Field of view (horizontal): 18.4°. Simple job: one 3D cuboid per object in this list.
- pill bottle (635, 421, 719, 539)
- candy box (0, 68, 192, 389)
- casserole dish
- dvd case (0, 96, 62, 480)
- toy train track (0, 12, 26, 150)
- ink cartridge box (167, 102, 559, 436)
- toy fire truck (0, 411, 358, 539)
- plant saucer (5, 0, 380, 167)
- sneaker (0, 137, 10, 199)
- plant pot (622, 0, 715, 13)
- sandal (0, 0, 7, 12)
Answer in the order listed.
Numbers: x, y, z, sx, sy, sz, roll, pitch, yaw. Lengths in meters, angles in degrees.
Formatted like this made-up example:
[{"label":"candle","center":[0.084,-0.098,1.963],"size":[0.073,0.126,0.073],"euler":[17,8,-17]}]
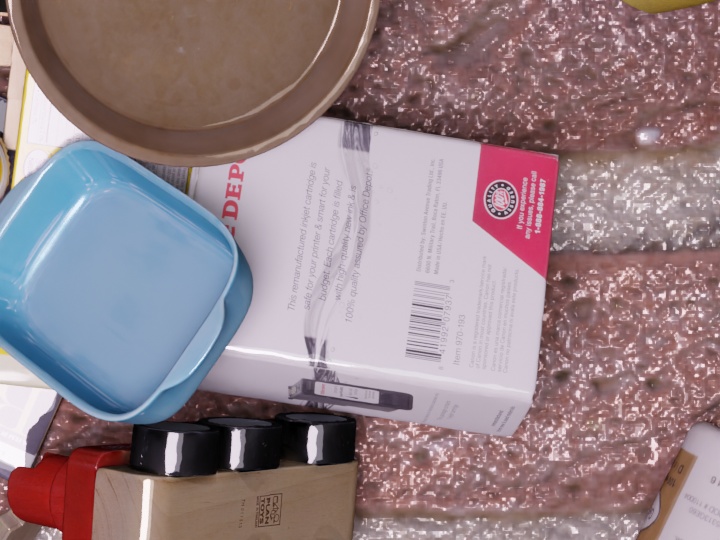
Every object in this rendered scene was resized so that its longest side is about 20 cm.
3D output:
[{"label":"pill bottle","center":[0.197,0.197,1.250],"size":[0.114,0.114,0.200],"euler":[26,91,-4]},{"label":"candy box","center":[-0.147,-0.030,1.244],"size":[0.102,0.026,0.201],"euler":[7,99,-13]},{"label":"casserole dish","center":[-0.128,0.009,1.163],"size":[0.121,0.200,0.039],"euler":[-56,137,-3]},{"label":"dvd case","center":[-0.220,0.003,1.270],"size":[0.148,0.016,0.200],"euler":[24,91,-4]},{"label":"toy train track","center":[-0.143,-0.120,1.261],"size":[0.199,0.033,0.115],"euler":[7,96,-10]},{"label":"ink cartridge box","center":[0.000,0.000,1.227],"size":[0.199,0.083,0.146],"euler":[9,70,-2]},{"label":"toy fire truck","center":[-0.124,0.137,1.230],"size":[0.200,0.176,0.129],"euler":[6,94,38]},{"label":"plant saucer","center":[-0.088,-0.154,1.166],"size":[0.199,0.029,0.201],"euler":[-3,105,-13]},{"label":"sneaker","center":[-0.296,-0.042,1.212],"size":[0.199,0.090,0.075],"euler":[-17,89,12]},{"label":"plant pot","center":[0.178,-0.224,1.209],"size":[0.200,0.200,0.142],"euler":[43,116,-4]},{"label":"sandal","center":[-0.237,-0.195,1.211],"size":[0.200,0.080,0.057],"euler":[15,58,22]}]
